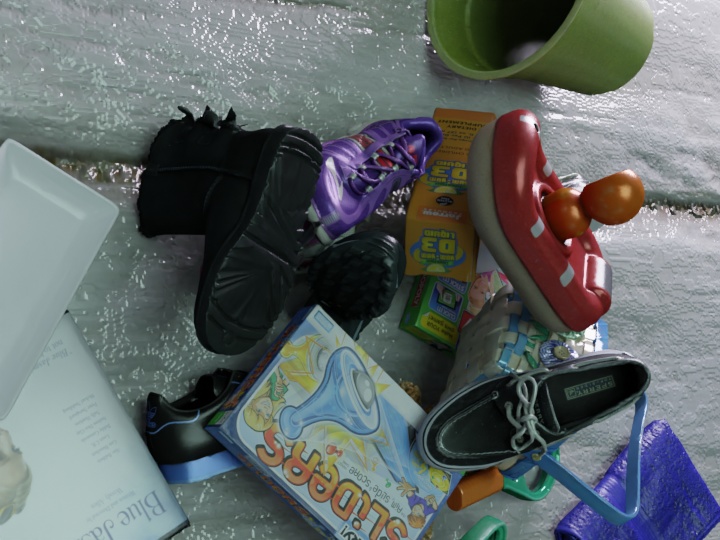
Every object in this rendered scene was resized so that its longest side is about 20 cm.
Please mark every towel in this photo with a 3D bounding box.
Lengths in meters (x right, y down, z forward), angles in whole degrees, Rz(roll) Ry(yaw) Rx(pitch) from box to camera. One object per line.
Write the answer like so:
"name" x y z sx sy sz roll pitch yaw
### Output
"towel" 0.306 0.273 1.242 0.200 0.050 0.148 -40 106 -32

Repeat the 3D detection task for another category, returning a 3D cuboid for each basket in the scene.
"basket" 0.182 0.122 1.070 0.200 0.139 0.176 37 37 -14

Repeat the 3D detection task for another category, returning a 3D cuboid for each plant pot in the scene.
"plant pot" 0.202 -0.264 1.189 0.190 0.200 0.200 16 73 -46

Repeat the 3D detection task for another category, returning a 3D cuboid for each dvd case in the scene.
"dvd case" -0.237 0.147 0.885 0.143 0.018 0.200 -31 92 -34

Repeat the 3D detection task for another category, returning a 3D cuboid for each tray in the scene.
"tray" -0.274 0.005 0.884 0.107 0.022 0.200 33 61 -18

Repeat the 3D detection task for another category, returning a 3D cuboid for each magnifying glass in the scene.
"magnifying glass" 0.091 0.260 1.037 0.080 0.022 0.200 -66 154 -1
"magnifying glass" 0.143 0.196 1.120 0.200 0.022 0.080 -8 96 -52

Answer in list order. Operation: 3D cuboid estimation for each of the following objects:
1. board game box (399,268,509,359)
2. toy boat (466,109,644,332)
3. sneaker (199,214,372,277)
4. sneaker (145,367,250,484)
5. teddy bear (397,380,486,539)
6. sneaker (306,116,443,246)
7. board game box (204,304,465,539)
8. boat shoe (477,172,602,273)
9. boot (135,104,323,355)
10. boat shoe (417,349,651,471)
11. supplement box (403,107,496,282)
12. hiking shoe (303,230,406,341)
"board game box" 0.141 0.040 1.176 0.200 0.029 0.135 30 66 -28
"toy boat" 0.179 -0.051 0.988 0.200 0.131 0.131 53 30 -24
"sneaker" -0.055 -0.032 1.019 0.200 0.081 0.088 -43 105 -31
"sneaker" -0.087 0.115 0.980 0.200 0.070 0.078 -16 99 -34
"teddy bear" 0.047 0.176 1.077 0.200 0.067 0.145 -31 110 -41
"sneaker" 0.010 -0.091 0.982 0.081 0.083 0.200 64 36 -17
"board game box" -0.014 0.145 0.962 0.200 0.034 0.135 45 64 -15
"boat shoe" 0.155 -0.051 1.150 0.200 0.071 0.064 -15 58 -28
"boot" -0.122 -0.038 0.926 0.073 0.162 0.199 28 77 -46
"boat shoe" 0.143 0.117 0.951 0.199 0.068 0.074 -14 86 0
"supplement box" 0.086 -0.074 1.072 0.200 0.066 0.069 -75 169 -50
"hiking shoe" 0.000 0.000 0.986 0.074 0.200 0.087 37 66 -1
